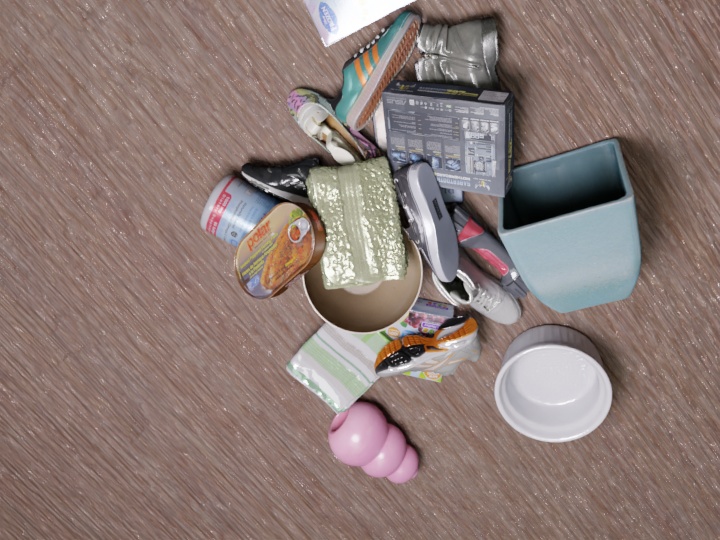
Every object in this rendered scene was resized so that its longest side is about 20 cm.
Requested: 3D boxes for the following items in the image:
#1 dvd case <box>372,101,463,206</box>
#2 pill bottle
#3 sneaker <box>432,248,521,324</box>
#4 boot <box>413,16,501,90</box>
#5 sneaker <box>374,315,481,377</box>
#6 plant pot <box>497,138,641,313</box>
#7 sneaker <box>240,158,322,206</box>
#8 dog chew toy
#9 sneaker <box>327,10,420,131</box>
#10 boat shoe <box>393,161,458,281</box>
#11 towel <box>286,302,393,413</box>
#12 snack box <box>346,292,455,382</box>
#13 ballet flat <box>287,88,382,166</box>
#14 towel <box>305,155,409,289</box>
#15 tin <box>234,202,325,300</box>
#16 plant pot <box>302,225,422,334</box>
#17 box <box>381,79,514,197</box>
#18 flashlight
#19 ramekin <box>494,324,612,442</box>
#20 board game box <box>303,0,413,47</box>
[{"bbox_3d":[0.095,-0.203,1.252,0.141,0.018,0.202,-2,116,14],"label":"dvd case"},{"bbox_3d":[-0.172,-0.078,1.327,0.199,0.109,0.109,28,119,-1],"label":"pill bottle"},{"bbox_3d":[0.197,0.044,1.296,0.200,0.116,0.074,39,116,-9],"label":"sneaker"},{"bbox_3d":[0.153,-0.287,1.167,0.129,0.068,0.202,-5,106,11],"label":"boot"},{"bbox_3d":[0.124,0.159,1.330,0.198,0.076,0.093,-20,122,9],"label":"sneaker"},{"bbox_3d":[0.338,-0.052,1.177,0.194,0.197,0.201,-16,120,20],"label":"plant pot"},{"bbox_3d":[-0.107,-0.160,1.306,0.198,0.076,0.088,23,95,6],"label":"sneaker"},{"bbox_3d":[0.034,0.348,1.488,0.199,0.125,0.125,37,119,-16],"label":"dog chew toy"},{"bbox_3d":[0.016,-0.325,1.181,0.080,0.071,0.201,39,108,16],"label":"sneaker"},{"bbox_3d":[0.100,-0.074,1.203,0.066,0.070,0.202,-4,118,39],"label":"boat shoe"},{"bbox_3d":[-0.032,0.168,1.402,0.149,0.031,0.200,39,120,-8],"label":"towel"},{"bbox_3d":[0.066,0.118,1.398,0.198,0.053,0.144,11,119,8],"label":"snack box"},{"bbox_3d":[-0.047,-0.222,1.237,0.200,0.071,0.069,42,122,-2],"label":"ballet flat"},{"bbox_3d":[-0.003,-0.075,1.206,0.147,0.036,0.202,-10,93,-3],"label":"towel"},{"bbox_3d":[-0.133,-0.032,1.225,0.200,0.042,0.113,-38,78,36],"label":"tin"},{"bbox_3d":[0.000,0.000,1.295,0.198,0.134,0.203,0,93,-3],"label":"plant pot"},{"bbox_3d":[0.135,-0.204,1.160,0.198,0.051,0.159,12,132,25],"label":"box"},{"bbox_3d":[0.212,-0.028,1.278,0.200,0.068,0.068,40,156,-15],"label":"flashlight"},{"bbox_3d":[0.342,0.196,1.345,0.198,0.098,0.203,5,118,10],"label":"ramekin"},{"bbox_3d":[-0.010,-0.474,1.130,0.198,0.041,0.201,-20,110,21],"label":"board game box"}]
